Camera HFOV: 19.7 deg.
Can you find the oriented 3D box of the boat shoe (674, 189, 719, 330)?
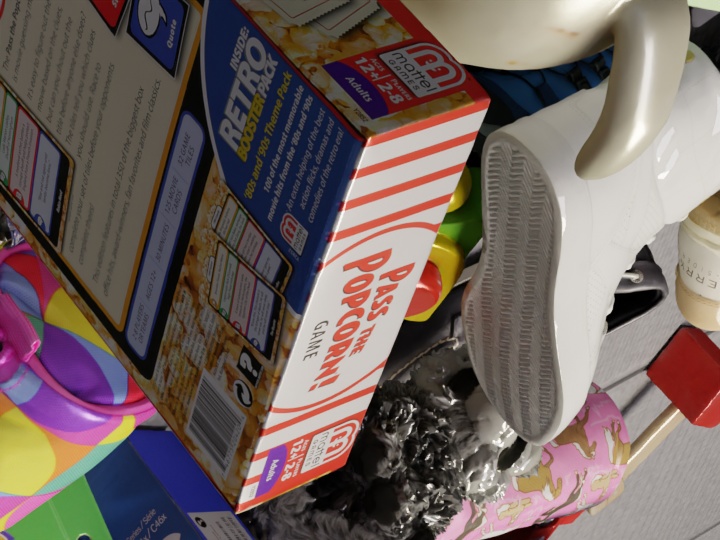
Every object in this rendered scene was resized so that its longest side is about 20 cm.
[{"bbox_3d":[0.195,-0.025,0.969,0.200,0.073,0.070,-25,135,-52],"label":"boat shoe"}]

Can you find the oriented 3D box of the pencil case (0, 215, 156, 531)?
[{"bbox_3d":[-0.159,0.068,0.741,0.200,0.089,0.088,-40,156,26],"label":"pencil case"}]

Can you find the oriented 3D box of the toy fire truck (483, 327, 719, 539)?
[{"bbox_3d":[0.141,0.126,1.298,0.141,0.049,0.201,-1,132,-52],"label":"toy fire truck"}]

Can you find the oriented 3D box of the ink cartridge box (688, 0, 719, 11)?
[{"bbox_3d":[0.117,-0.154,0.780,0.199,0.048,0.146,8,129,-24],"label":"ink cartridge box"}]

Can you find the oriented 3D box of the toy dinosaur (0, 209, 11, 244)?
[{"bbox_3d":[-0.067,-0.018,0.794,0.135,0.103,0.200,-20,170,12],"label":"toy dinosaur"}]

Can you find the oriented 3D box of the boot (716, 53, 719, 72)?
[{"bbox_3d":[0.238,-0.093,1.082,0.200,0.073,0.182,-44,146,-5],"label":"boot"}]

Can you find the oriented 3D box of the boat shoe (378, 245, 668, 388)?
[{"bbox_3d":[0.070,0.036,1.056,0.199,0.063,0.073,-31,154,-17],"label":"boat shoe"}]

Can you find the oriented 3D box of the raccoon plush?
[{"bbox_3d":[-0.008,0.086,1.000,0.134,0.199,0.098,-25,107,-55],"label":"raccoon plush"}]

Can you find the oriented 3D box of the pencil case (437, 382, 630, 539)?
[{"bbox_3d":[0.057,0.110,1.126,0.199,0.083,0.087,-12,154,-45],"label":"pencil case"}]

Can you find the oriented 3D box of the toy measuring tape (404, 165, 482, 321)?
[{"bbox_3d":[0.000,0.000,0.926,0.073,0.074,0.200,-26,166,-27],"label":"toy measuring tape"}]

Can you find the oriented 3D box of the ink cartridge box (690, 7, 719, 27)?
[{"bbox_3d":[0.213,-0.176,0.928,0.117,0.067,0.200,-34,152,-13],"label":"ink cartridge box"}]

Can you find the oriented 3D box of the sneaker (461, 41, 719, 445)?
[{"bbox_3d":[0.107,-0.010,0.871,0.115,0.074,0.201,-32,152,-22],"label":"sneaker"}]

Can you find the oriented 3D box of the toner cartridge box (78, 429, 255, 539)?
[{"bbox_3d":[-0.133,0.177,0.964,0.200,0.095,0.043,-51,151,16],"label":"toner cartridge box"}]

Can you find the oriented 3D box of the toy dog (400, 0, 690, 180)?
[{"bbox_3d":[0.011,-0.113,0.647,0.139,0.195,0.199,-37,-170,-40],"label":"toy dog"}]

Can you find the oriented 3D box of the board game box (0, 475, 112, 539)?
[{"bbox_3d":[-0.190,0.167,0.876,0.199,0.096,0.030,-26,-170,-20],"label":"board game box"}]

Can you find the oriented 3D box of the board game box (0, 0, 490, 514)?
[{"bbox_3d":[-0.060,-0.053,0.606,0.046,0.200,0.152,-20,147,-36],"label":"board game box"}]

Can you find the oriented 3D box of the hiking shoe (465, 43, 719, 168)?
[{"bbox_3d":[0.088,-0.080,0.926,0.199,0.074,0.087,9,95,-48],"label":"hiking shoe"}]
